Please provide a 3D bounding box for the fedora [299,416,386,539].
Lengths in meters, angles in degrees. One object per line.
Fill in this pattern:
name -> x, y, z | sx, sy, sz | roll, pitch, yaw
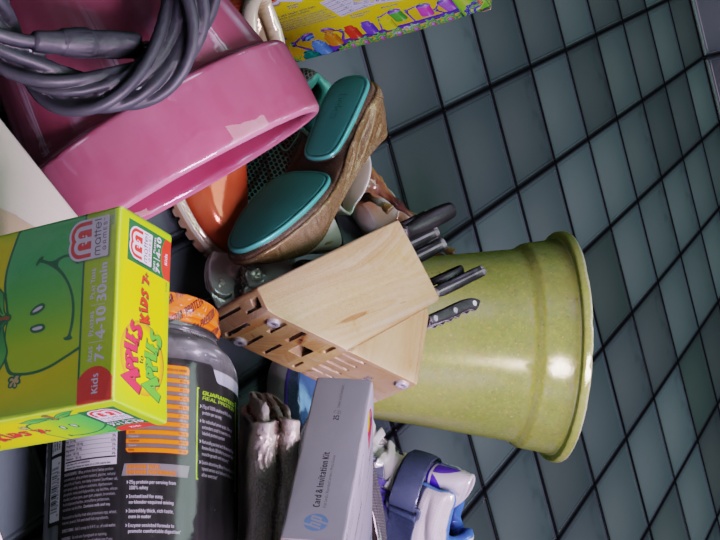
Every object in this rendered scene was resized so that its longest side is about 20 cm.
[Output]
fedora -> -0.051, 0.194, 1.201 | 0.177, 0.090, 0.201 | -62, 141, -51

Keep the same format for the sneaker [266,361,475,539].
sneaker -> 0.020, 0.149, 1.302 | 0.081, 0.146, 0.201 | -46, 121, -60

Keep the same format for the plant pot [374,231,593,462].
plant pot -> 0.083, 0.063, 1.387 | 0.200, 0.183, 0.202 | -178, -90, -81

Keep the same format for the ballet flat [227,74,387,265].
ballet flat -> -0.030, -0.060, 1.232 | 0.201, 0.068, 0.072 | -61, 138, -34

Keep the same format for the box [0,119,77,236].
box -> -0.249, -0.055, 0.896 | 0.200, 0.095, 0.078 | 55, 34, -37

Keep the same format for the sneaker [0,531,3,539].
sneaker -> -0.187, 0.200, 0.898 | 0.075, 0.106, 0.201 | -14, 93, -64

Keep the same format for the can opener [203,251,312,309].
can opener -> -0.044, 0.021, 1.251 | 0.199, 0.066, 0.053 | 4, 63, -36

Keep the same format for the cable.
cable -> -0.167, -0.184, 0.904 | 0.200, 0.051, 0.164 | 41, 77, -28

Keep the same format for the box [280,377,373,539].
box -> -0.018, 0.194, 1.019 | 0.156, 0.041, 0.201 | -78, 171, -57

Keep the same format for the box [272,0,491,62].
box -> -0.019, -0.290, 1.345 | 0.193, 0.199, 0.123 | 40, 45, -54

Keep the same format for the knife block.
knife block -> 0.000, 0.000, 1.212 | 0.199, 0.064, 0.176 | 27, 56, -28

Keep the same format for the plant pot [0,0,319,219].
plant pot -> -0.153, -0.131, 1.036 | 0.180, 0.199, 0.200 | 60, 27, -2

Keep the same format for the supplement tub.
supplement tub -> -0.137, 0.121, 1.018 | 0.122, 0.122, 0.201 | 33, 50, -56

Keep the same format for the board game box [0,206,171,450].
board game box -> -0.194, 0.040, 0.841 | 0.048, 0.199, 0.102 | 33, 51, -56

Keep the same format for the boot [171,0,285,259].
boot -> -0.097, -0.110, 1.219 | 0.075, 0.107, 0.201 | -3, 85, -67

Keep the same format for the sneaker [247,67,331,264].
sneaker -> -0.061, -0.077, 1.295 | 0.077, 0.091, 0.201 | 25, 58, -58

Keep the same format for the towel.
towel -> -0.066, 0.181, 1.041 | 0.133, 0.034, 0.201 | -178, -89, -81

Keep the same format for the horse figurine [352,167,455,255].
horse figurine -> 0.027, -0.050, 1.470 | 0.050, 0.132, 0.200 | -48, 137, -6
